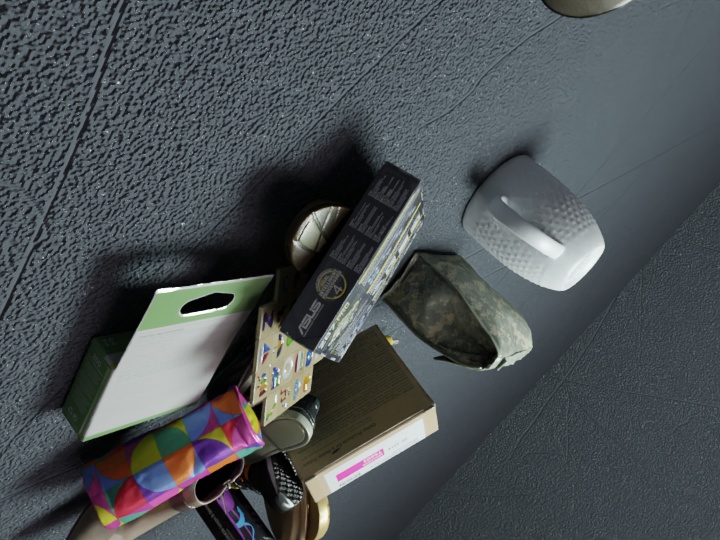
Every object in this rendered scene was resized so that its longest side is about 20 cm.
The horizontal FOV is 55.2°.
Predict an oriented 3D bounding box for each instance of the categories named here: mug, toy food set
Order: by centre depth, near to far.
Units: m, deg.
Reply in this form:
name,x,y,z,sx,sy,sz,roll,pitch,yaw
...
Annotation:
name,x,y,z,sx,sy,sz,roll,pitch,yaw
mug,0.251,-0.062,0.999,0.148,0.175,0.200,-52,155,18
toy food set,-0.107,0.322,1.047,0.048,0.199,0.200,-3,147,-23

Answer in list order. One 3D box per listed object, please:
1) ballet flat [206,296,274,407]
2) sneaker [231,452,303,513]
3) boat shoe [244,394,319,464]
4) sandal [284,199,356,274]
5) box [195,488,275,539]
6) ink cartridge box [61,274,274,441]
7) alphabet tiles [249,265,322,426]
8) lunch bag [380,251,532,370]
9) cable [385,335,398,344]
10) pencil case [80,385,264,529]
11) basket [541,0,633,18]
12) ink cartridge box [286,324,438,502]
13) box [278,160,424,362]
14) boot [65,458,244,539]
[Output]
name,x,y,z,sx,sy,sz,roll,pitch,yaw
ballet flat,-0.108,0.104,0.829,0.200,0.068,0.068,-52,154,17
sneaker,-0.142,0.277,0.934,0.090,0.200,0.070,-39,116,-3
boat shoe,-0.131,0.196,0.889,0.199,0.075,0.066,-26,-161,37
sandal,-0.037,-0.047,0.726,0.082,0.054,0.200,-60,168,17
box,-0.174,0.364,0.983,0.036,0.200,0.143,-40,156,-5
ink cartridge box,-0.188,0.071,0.673,0.145,0.048,0.200,-9,138,-53
alphabet tiles,-0.073,0.073,0.768,0.200,0.006,0.167,-21,119,-71
lunch bag,0.157,0.075,1.043,0.118,0.200,0.164,-53,155,19
cable,-0.021,0.129,1.069,0.097,0.050,0.200,-44,145,18
pencil case,-0.209,0.206,0.769,0.199,0.089,0.089,-26,153,-8
basket,0.178,-0.316,0.533,0.180,0.136,0.200,-47,153,21
ink cartridge box,-0.019,0.192,0.949,0.199,0.165,0.075,-27,140,-11
box,0.000,0.000,0.741,0.201,0.049,0.161,-58,170,-5
boot,-0.238,0.274,0.824,0.146,0.071,0.200,-19,-167,36
